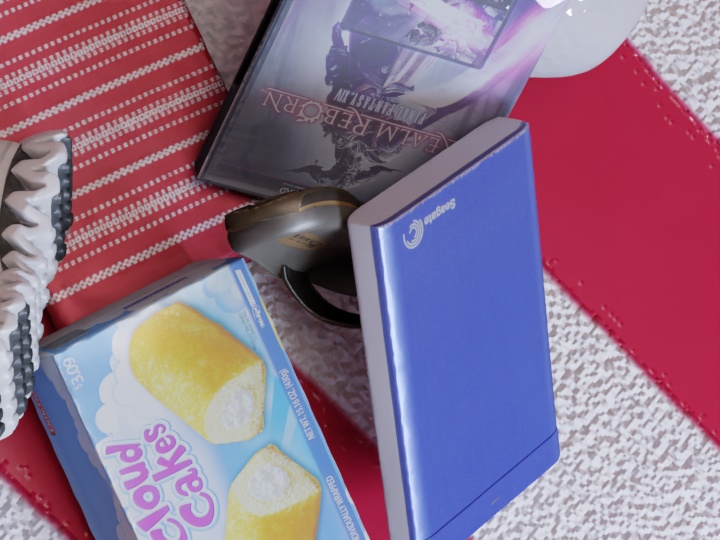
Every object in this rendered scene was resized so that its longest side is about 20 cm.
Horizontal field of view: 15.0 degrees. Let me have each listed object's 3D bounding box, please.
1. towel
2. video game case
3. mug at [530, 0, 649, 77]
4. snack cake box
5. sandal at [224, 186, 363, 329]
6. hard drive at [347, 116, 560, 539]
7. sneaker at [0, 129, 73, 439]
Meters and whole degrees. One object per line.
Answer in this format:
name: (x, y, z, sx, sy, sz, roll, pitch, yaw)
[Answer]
towel: (-0.136, -0.077, 1.416, 0.144, 0.022, 0.200, -27, 93, -24)
video game case: (0.018, -0.111, 1.392, 0.143, 0.019, 0.200, 15, 121, -22)
mug: (0.073, -0.207, 1.461, 0.175, 0.148, 0.200, 30, 63, -24)
snack cake box: (-0.079, 0.107, 1.379, 0.115, 0.067, 0.200, -28, 101, -24)
sandal: (0.000, 0.000, 1.394, 0.200, 0.082, 0.055, 20, 52, -64)
hard drive: (0.052, 0.038, 1.408, 0.132, 0.025, 0.200, -35, 128, -43)
sneaker: (-0.189, 0.010, 1.308, 0.081, 0.075, 0.200, 7, 43, 0)
